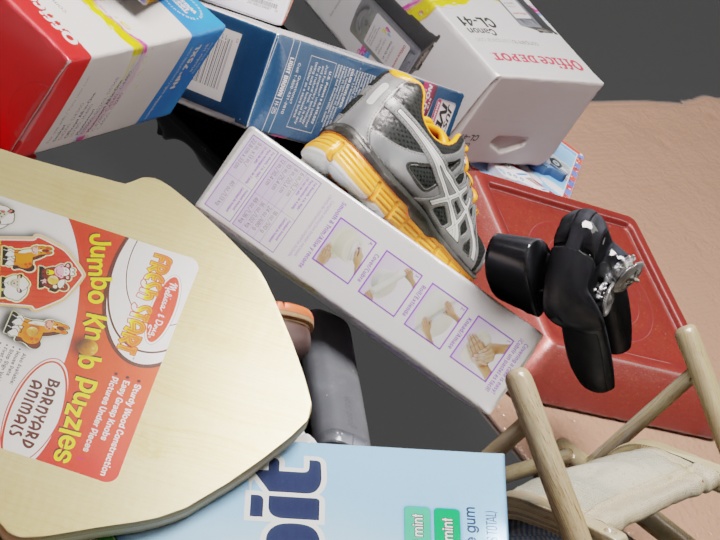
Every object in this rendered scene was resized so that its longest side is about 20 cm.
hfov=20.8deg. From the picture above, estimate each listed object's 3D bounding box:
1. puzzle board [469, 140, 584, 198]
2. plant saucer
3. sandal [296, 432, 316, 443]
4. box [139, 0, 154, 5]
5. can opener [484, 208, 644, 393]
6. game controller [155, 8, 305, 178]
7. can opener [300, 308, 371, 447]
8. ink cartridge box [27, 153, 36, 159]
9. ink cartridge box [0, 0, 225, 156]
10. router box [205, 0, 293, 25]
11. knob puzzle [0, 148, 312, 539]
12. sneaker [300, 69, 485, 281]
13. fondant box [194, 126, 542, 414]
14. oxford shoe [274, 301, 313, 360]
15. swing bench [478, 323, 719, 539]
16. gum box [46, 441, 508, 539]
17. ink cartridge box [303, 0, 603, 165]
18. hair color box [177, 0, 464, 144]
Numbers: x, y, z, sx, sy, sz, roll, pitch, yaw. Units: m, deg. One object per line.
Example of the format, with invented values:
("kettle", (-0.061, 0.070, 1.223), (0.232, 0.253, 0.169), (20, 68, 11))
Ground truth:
("puzzle board", (0.081, -0.118, 1.497), (0.200, 0.017, 0.151), (36, 29, -4))
("plant saucer", (0.152, 0.014, 1.353), (0.199, 0.037, 0.200), (14, 41, -36))
("sandal", (-0.074, 0.084, 1.000), (0.082, 0.050, 0.203), (-19, 38, -15))
("box", (-0.130, -0.205, 1.067), (0.119, 0.042, 0.200), (39, 22, 0))
("can opener", (0.130, 0.017, 1.124), (0.078, 0.064, 0.200), (27, -10, 25))
("game controller", (-0.072, -0.116, 1.299), (0.104, 0.042, 0.200), (37, 30, -2))
("can opener", (-0.031, 0.092, 1.037), (0.067, 0.053, 0.200), (23, 31, -24))
("ink cartridge box", (-0.269, -0.125, 1.052), (0.200, 0.084, 0.176), (40, 28, 3))
("ink cartridge box", (-0.171, -0.127, 1.007), (0.116, 0.067, 0.200), (43, 26, 10))
("router box", (-0.140, -0.217, 1.255), (0.199, 0.049, 0.180), (18, 9, -9))
("knob puzzle", (-0.120, 0.041, 0.874), (0.219, 0.031, 0.220), (6, 53, -9))
("sneaker", (0.038, -0.051, 1.192), (0.078, 0.077, 0.200), (31, -7, 29))
("fondant box", (0.000, 0.000, 1.132), (0.200, 0.058, 0.144), (34, -2, -4))
("oxford shoe", (-0.106, 0.066, 0.948), (0.199, 0.071, 0.073), (-16, 73, -25))
("swing bench", (0.154, 0.154, 1.081), (0.199, 0.130, 0.200), (-7, 57, -53))
("gum box", (-0.036, 0.147, 0.827), (0.199, 0.045, 0.170), (4, 44, -2))
("ink cartridge box", (0.063, -0.177, 1.460), (0.147, 0.086, 0.200), (-3, 47, -51))
("hair color box", (-0.034, -0.112, 1.207), (0.100, 0.061, 0.200), (25, 9, 35))
